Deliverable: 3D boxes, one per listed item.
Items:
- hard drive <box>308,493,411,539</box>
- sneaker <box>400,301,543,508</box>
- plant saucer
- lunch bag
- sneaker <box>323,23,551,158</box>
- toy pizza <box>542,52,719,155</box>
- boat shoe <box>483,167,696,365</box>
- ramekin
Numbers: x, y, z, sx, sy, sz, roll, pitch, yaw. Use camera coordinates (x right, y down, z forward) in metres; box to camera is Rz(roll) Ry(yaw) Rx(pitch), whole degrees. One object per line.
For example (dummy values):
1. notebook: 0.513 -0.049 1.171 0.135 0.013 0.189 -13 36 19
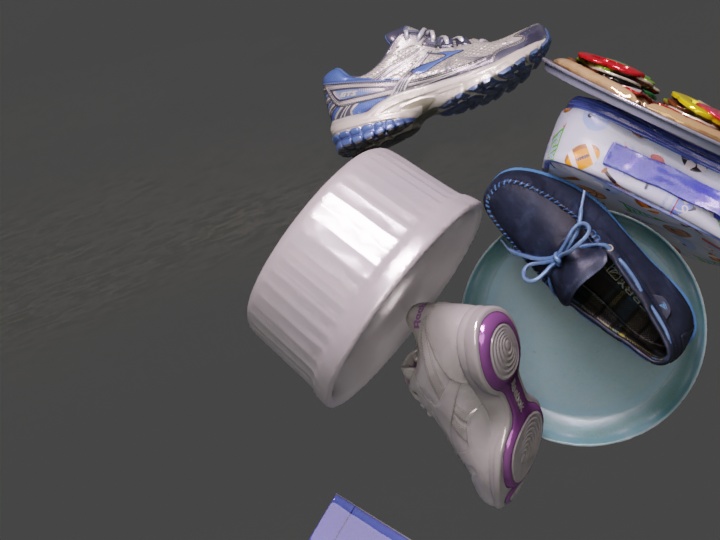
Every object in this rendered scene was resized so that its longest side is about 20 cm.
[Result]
1. hard drive: 0.031 0.293 1.544 0.199 0.025 0.132 31 88 3
2. sneaker: 0.089 0.102 1.510 0.099 0.075 0.201 12 131 33
3. plant saucer: 0.181 0.044 1.528 0.199 0.027 0.201 3 105 12
4. lunch bag: 0.242 -0.068 1.493 0.199 0.160 0.076 25 88 4
5. sneaker: 0.059 -0.169 1.550 0.199 0.077 0.086 -23 82 0
6. toy pizza: 0.236 -0.131 1.477 0.199 0.200 0.032 25 99 3
7. boat shoe: 0.179 -0.006 1.459 0.199 0.069 0.084 34 123 3
8. ramekin: 0.000 0.000 1.483 0.098 0.200 0.201 38 88 11
